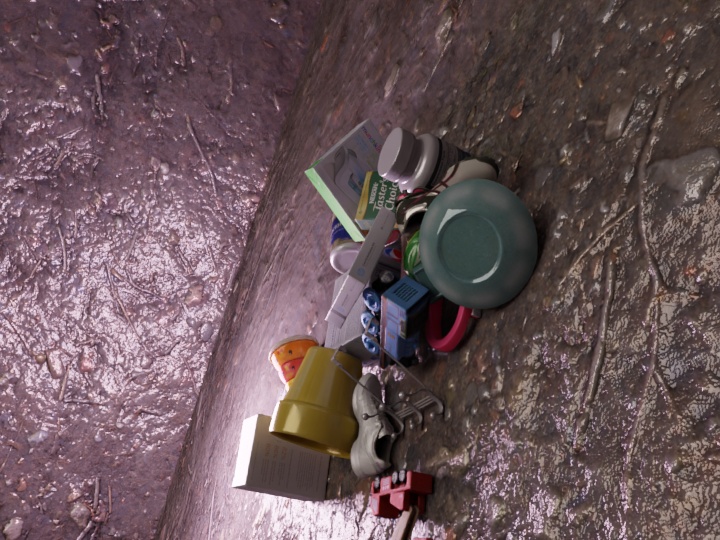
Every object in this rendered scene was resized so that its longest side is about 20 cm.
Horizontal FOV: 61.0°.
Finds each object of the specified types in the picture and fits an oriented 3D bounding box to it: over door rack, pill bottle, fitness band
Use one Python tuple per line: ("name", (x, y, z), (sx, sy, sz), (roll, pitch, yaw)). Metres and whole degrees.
("over door rack", (0.036, 0.204, 1.087), (0.066, 0.201, 0.147), (-39, -1, -41))
("pill bottle", (0.135, -0.179, 1.125), (0.120, 0.195, 0.122), (-50, 28, 41))
("fitness band", (0.165, 0.044, 1.097), (0.143, 0.036, 0.206), (-32, 43, 59))
("pill bottle", (-0.018, -0.101, 1.554), (0.116, 0.113, 0.205), (-48, 31, 44))

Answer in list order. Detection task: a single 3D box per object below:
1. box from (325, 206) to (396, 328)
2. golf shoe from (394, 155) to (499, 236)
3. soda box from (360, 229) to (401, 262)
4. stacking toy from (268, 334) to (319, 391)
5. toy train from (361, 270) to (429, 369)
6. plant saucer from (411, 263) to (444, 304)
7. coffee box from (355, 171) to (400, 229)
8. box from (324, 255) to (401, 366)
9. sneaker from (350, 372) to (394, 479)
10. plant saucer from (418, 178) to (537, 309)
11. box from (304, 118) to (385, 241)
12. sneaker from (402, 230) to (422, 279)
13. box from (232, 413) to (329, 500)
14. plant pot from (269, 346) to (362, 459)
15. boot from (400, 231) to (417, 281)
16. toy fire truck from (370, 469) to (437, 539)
("box", (0.000, 0.000, 1.139), (0.159, 0.040, 0.201), (-64, 2, -30))
("golf shoe", (0.148, -0.118, 1.035), (0.196, 0.078, 0.089), (-27, 33, 23))
("soda box", (0.069, -0.058, 1.364), (0.199, 0.069, 0.065), (-23, 46, 62))
("stacking toy", (-0.157, 0.287, 1.618), (0.147, 0.142, 0.204), (-51, 47, 40))
("toy train", (0.062, 0.095, 1.095), (0.113, 0.086, 0.205), (33, 139, 33))
("plant saucer", (0.173, -0.014, 1.011), (0.198, 0.071, 0.019), (-33, -2, 33))
("coffee box", (0.091, -0.147, 1.265), (0.194, 0.044, 0.127), (3, 66, 29))
("box", (0.013, 0.092, 1.337), (0.199, 0.102, 0.190), (-34, 42, 56))
("sneaker", (0.034, 0.297, 1.197), (0.098, 0.074, 0.206), (-28, 50, 40))
("plant saucer", (0.175, -0.038, 0.955), (0.038, 0.199, 0.205), (-17, -41, -60))
("box", (0.003, -0.202, 1.390), (0.175, 0.202, 0.096), (-40, 14, -12))
("sneaker", (0.152, -0.056, 1.059), (0.198, 0.075, 0.084), (-37, 10, 14))
("box", (-0.177, 0.434, 1.404), (0.106, 0.195, 0.157), (-33, 43, 54))
("plant pot", (-0.075, 0.276, 1.297), (0.200, 0.196, 0.194), (-27, 42, 60))
("boot", (0.106, 0.001, 1.164), (0.148, 0.068, 0.206), (-74, -17, -57))
("toy fire truck", (0.075, 0.409, 1.010), (0.200, 0.047, 0.145), (-41, 37, 53))
